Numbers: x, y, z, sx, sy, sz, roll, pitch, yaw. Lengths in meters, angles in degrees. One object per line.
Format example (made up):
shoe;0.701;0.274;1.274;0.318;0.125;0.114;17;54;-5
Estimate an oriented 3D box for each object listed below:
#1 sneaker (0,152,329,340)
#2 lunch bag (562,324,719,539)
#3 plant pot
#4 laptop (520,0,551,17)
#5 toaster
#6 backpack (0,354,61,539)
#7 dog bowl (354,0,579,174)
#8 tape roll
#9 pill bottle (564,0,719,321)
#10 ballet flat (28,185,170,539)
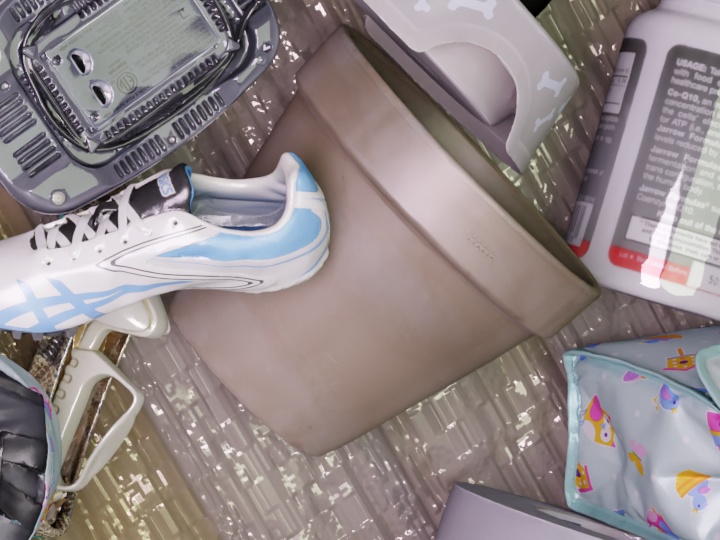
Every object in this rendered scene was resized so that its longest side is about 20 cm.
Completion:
sneaker;-0.115;-0.016;1.457;0.200;0.072;0.073;-11;121;-5
lunch bag;0.232;0.091;1.631;0.170;0.200;0.122;-7;100;-30
plant pot;0.000;0.000;1.568;0.174;0.200;0.200;-45;110;6
laptop;0.063;-0.247;1.645;0.177;0.103;0.200;36;109;-20
toaster;-0.132;-0.118;1.523;0.200;0.129;0.114;-38;108;-12
backpack;-0.244;0.078;1.436;0.200;0.127;0.167;13;96;-5
dog bowl;0.034;-0.140;1.537;0.059;0.200;0.200;-44;109;1
tape roll;0.136;0.176;1.619;0.200;0.200;0.066;17;89;-21
pill bottle;0.191;-0.078;1.656;0.114;0.114;0.200;16;91;-21
ballet flat;-0.142;0.049;1.566;0.068;0.075;0.200;20;89;-58
